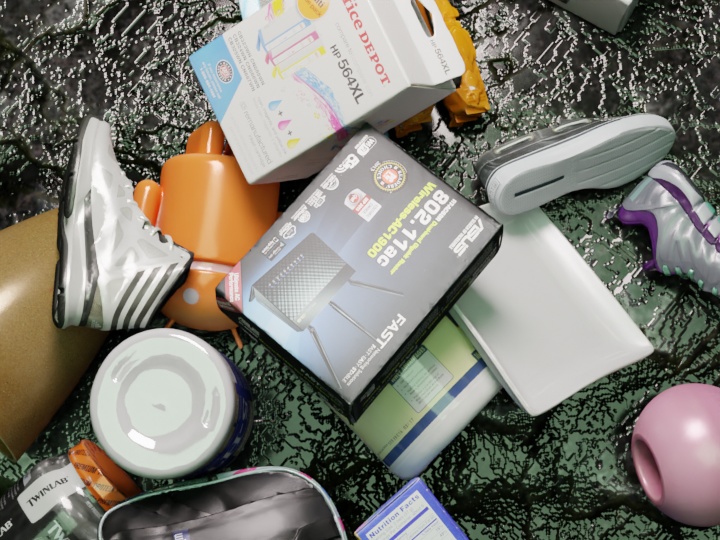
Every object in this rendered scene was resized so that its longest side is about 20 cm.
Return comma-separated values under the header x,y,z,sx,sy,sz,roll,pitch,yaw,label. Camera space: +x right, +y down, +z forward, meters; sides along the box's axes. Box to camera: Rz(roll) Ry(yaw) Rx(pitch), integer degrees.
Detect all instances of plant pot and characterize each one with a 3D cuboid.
x,y,z,sx,sy,sz,roll,pitch,yaw,label
-0.302,0.038,1.096,0.186,0.187,0.200,43,68,8,plant pot

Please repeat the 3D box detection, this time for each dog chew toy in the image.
x,y,z,sx,sy,sz,roll,pitch,yaw,label
0.346,0.150,1.071,0.197,0.125,0.126,-15,80,-8,dog chew toy

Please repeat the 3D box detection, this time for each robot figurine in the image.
x,y,z,sx,sy,sz,roll,pitch,yaw,label
0.046,-0.234,1.156,0.144,0.058,0.202,-12,79,-34,robot figurine
-0.134,-0.032,1.118,0.115,0.143,0.203,1,79,27,robot figurine

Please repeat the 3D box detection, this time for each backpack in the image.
x,y,z,sx,sy,sz,roll,pitch,yaw,label
-0.100,0.259,0.993,0.197,0.151,0.180,-17,67,1,backpack

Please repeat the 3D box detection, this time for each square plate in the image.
x,y,z,sx,sy,sz,roll,pitch,yaw,label
0.146,0.027,1.078,0.199,0.029,0.199,-18,63,-45,square plate

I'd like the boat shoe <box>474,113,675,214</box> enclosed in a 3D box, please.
x,y,z,sx,sy,sz,roll,pitch,yaw,label
0.201,-0.117,1.141,0.197,0.073,0.071,-16,47,-16,boat shoe

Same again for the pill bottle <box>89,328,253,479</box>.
x,y,z,sx,sy,sz,roll,pitch,yaw,label
-0.155,0.121,1.050,0.118,0.200,0.122,0,81,2,pill bottle

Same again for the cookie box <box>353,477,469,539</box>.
x,y,z,sx,sy,sz,roll,pitch,yaw,label
0.081,0.280,1.031,0.075,0.171,0.201,-38,80,-7,cookie box

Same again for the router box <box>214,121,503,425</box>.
x,y,z,sx,sy,sz,roll,pitch,yaw,label
0.000,0.000,0.989,0.149,0.062,0.200,37,75,15,router box

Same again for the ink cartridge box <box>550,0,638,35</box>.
x,y,z,sx,sy,sz,roll,pitch,yaw,label
0.204,-0.348,1.174,0.198,0.083,0.147,29,82,7,ink cartridge box

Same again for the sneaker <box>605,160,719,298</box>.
x,y,z,sx,sy,sz,roll,pitch,yaw,label
0.320,-0.004,1.129,0.087,0.074,0.201,-41,73,12,sneaker

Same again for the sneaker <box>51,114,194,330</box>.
x,y,z,sx,sy,sz,roll,pitch,yaw,label
-0.203,-0.037,1.048,0.114,0.076,0.203,8,62,-20,sneaker

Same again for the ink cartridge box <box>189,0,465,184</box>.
x,y,z,sx,sy,sz,roll,pitch,yaw,label
-0.021,-0.180,1.055,0.199,0.125,0.130,-29,86,24,ink cartridge box

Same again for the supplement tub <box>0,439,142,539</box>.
x,y,z,sx,sy,sz,roll,pitch,yaw,label
-0.288,0.255,1.072,0.200,0.123,0.123,-44,82,-5,supplement tub

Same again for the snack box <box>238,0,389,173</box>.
x,y,z,sx,sy,sz,roll,pitch,yaw,label
-0.047,-0.198,1.181,0.115,0.037,0.203,-14,80,-1,snack box

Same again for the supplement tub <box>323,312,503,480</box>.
x,y,z,sx,sy,sz,roll,pitch,yaw,label
0.022,0.070,1.080,0.145,0.145,0.200,-44,82,-5,supplement tub
